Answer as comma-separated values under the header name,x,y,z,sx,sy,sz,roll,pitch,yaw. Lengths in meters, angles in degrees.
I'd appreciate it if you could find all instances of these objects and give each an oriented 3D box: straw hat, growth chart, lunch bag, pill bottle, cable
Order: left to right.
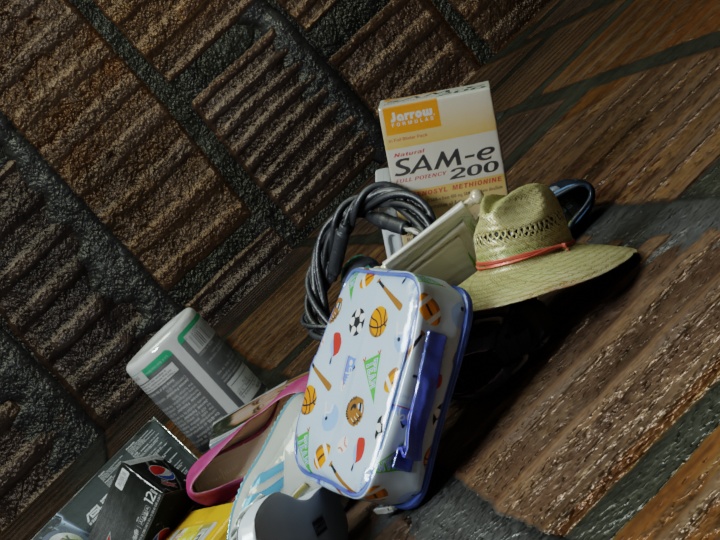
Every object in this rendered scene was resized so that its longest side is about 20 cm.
name,x,y,z,sx,sy,sz,roll,pitch,yaw
pill bottle,-0.180,0.154,1.682,0.113,0.200,0.113,-40,8,7
cable,0.000,0.000,1.471,0.199,0.165,0.050,-29,-23,37
lunch bag,0.020,0.100,1.159,0.160,0.075,0.203,8,83,60
growth chart,0.085,0.017,1.308,0.144,0.201,0.018,-32,51,-6
straw hat,0.141,-0.031,1.218,0.198,0.086,0.201,-16,6,2

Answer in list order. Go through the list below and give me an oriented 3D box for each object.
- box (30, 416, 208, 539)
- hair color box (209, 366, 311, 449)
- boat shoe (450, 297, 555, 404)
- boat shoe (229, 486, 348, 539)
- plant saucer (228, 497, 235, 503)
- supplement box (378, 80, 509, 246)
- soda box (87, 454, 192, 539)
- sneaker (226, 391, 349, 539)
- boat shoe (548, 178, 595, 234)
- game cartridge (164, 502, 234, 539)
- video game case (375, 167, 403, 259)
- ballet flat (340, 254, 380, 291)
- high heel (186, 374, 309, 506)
name,x,y,z,sx,sy,sz,roll,pitch,yaw
box,-0.265,0.290,1.583,0.200,0.086,0.164,-46,-19,-17
hair color box,-0.062,0.151,1.486,0.198,0.061,0.099,-30,8,0
boat shoe,0.077,0.085,1.238,0.199,0.075,0.093,-34,4,44
boat shoe,-0.069,0.215,1.119,0.067,0.074,0.199,-23,-3,13
plant saucer,-0.115,0.265,1.386,0.199,0.037,0.200,-33,13,48
supplement box,0.097,-0.094,1.504,0.124,0.203,0.074,-10,13,6
soda box,-0.244,0.295,1.435,0.071,0.063,0.202,0,-62,-64
sneaker,-0.059,0.206,1.258,0.202,0.080,0.077,-66,-26,-25
boat shoe,0.157,-0.031,1.420,0.200,0.084,0.069,-46,-3,-7
game cartridge,-0.195,0.307,1.321,0.200,0.032,0.176,-47,9,-27
video game case,0.043,-0.016,1.607,0.023,0.185,0.200,-11,11,3
ballet flat,0.012,0.067,1.585,0.073,0.072,0.201,-47,-27,-31
high heel,-0.089,0.163,1.384,0.199,0.068,0.096,-32,-6,1
